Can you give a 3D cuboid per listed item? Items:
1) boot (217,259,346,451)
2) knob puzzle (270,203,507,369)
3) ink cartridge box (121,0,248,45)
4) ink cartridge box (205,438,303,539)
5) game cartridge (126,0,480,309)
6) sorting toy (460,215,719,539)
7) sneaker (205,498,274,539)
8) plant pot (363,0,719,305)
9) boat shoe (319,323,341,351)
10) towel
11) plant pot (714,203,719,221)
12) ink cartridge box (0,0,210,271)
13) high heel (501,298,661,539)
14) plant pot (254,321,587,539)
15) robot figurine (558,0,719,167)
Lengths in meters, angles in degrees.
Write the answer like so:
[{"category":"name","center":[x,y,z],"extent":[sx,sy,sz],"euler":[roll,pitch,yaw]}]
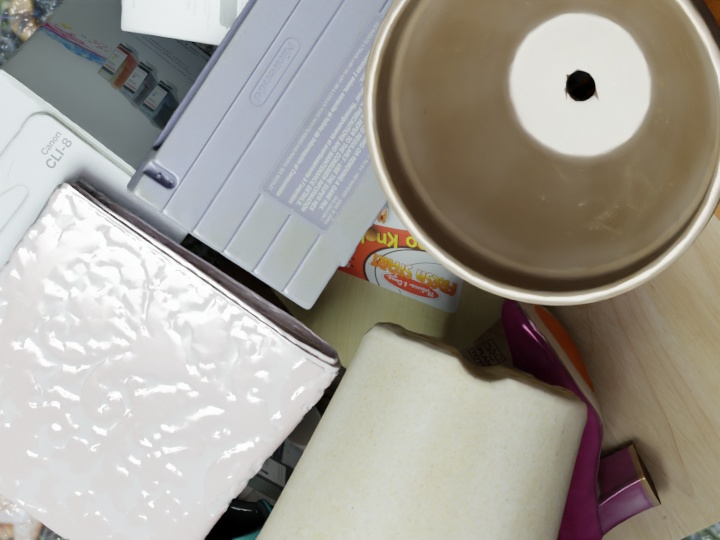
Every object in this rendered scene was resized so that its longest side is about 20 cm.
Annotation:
[{"category":"boot","center":[-0.016,0.087,1.303],"extent":[0.070,0.200,0.146],"euler":[-43,137,15]},{"category":"knob puzzle","center":[0.013,-0.026,1.205],"extent":[0.218,0.030,0.221],"euler":[12,121,20]},{"category":"ink cartridge box","center":[-0.032,-0.175,1.173],"extent":[0.199,0.116,0.068],"euler":[10,116,5]},{"category":"ink cartridge box","center":[-0.070,0.152,1.315],"extent":[0.199,0.146,0.084],"euler":[30,116,-4]},{"category":"game cartridge","center":[-0.024,-0.093,1.094],"extent":[0.129,0.038,0.201],"euler":[34,91,-22]},{"category":"sorting toy","center":[0.190,0.065,1.268],"extent":[0.198,0.070,0.201],"euler":[-28,106,21]},{"category":"sneaker","center":[-0.060,0.195,1.212],"extent":[0.200,0.071,0.080],"euler":[37,118,-5]},{"category":"plant pot","center":[0.108,-0.090,1.051],"extent":[0.199,0.093,0.202],"euler":[6,108,18]},{"category":"boat shoe","center":[0.000,-0.001,1.272],"extent":[0.067,0.072,0.200],"euler":[-31,103,24]},{"category":"towel","center":[-0.141,0.069,1.135],"extent":[0.191,0.032,0.200],"euler":[36,114,-8]},{"category":"plant pot","center":[0.271,-0.082,1.128],"extent":[0.140,0.200,0.201],"euler":[36,117,11]},{"category":"ink cartridge box","center":[-0.172,-0.062,1.205],"extent":[0.144,0.200,0.145],"euler":[38,116,-7]},{"category":"high heel","center":[0.107,0.100,1.209],"extent":[0.096,0.068,0.200],"euler":[-26,131,11]},{"category":"plant pot","center":[0.036,0.135,1.101],"extent":[0.199,0.200,0.185],"euler":[21,90,1]},{"category":"robot figurine","center":[0.168,-0.121,1.149],"extent":[0.058,0.145,0.200],"euler":[45,120,10]}]
